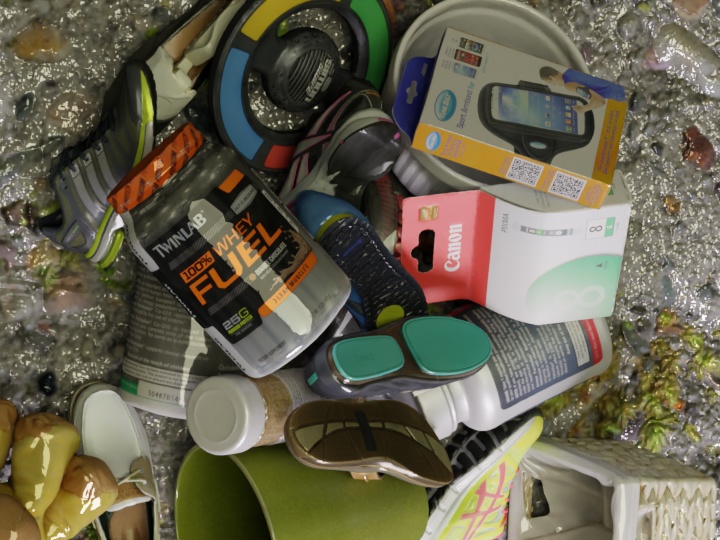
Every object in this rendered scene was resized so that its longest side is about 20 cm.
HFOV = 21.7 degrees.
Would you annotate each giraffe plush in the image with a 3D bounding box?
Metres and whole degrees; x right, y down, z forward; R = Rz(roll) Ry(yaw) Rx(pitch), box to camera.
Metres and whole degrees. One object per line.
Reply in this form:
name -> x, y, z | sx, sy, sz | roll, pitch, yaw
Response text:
giraffe plush -> -0.318, 0.228, 1.614 | 0.171, 0.162, 0.201 | 20, 104, 2

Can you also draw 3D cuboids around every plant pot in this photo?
plant pot -> -0.042, 0.231, 1.744 | 0.199, 0.187, 0.189 | -11, 101, -33

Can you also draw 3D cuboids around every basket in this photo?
basket -> 0.244, 0.241, 1.832 | 0.122, 0.200, 0.137 | -1, 98, -26

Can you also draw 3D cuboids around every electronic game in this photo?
electronic game -> -0.053, -0.181, 1.706 | 0.199, 0.042, 0.201 | -22, 129, -30

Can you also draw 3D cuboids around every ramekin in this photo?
ramekin -> 0.110, -0.144, 1.742 | 0.198, 0.105, 0.202 | 6, 68, -15

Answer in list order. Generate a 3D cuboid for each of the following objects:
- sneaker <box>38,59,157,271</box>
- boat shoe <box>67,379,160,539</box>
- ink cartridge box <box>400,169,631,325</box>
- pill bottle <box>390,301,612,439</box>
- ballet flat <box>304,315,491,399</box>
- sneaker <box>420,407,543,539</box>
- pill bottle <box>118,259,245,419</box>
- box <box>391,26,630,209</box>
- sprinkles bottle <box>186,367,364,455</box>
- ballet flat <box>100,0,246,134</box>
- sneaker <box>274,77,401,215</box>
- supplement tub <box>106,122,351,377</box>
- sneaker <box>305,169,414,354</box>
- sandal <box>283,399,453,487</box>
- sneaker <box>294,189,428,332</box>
sneaker -> -0.228, -0.094, 1.649 | 0.080, 0.074, 0.201 | 14, 115, -14
boat shoe -> -0.216, 0.199, 1.720 | 0.074, 0.068, 0.202 | -17, 102, -16
ink cartridge box -> 0.137, -0.012, 1.698 | 0.198, 0.050, 0.162 | -9, 142, -7
pill bottle -> 0.130, 0.084, 1.805 | 0.199, 0.119, 0.120 | -25, 105, -16
ballet flat -> 0.029, 0.082, 1.692 | 0.199, 0.073, 0.074 | -6, 100, -42
sneaker -> 0.118, 0.218, 1.847 | 0.090, 0.078, 0.200 | 39, 95, -20
pill bottle -> -0.149, 0.027, 1.697 | 0.112, 0.113, 0.202 | 7, 96, -21
box -> 0.131, -0.138, 1.644 | 0.199, 0.042, 0.120 | 19, 53, -4
sprinkles bottle -> -0.073, 0.122, 1.681 | 0.199, 0.068, 0.069 | -2, 100, -59
ballet flat -> -0.158, -0.191, 1.688 | 0.068, 0.068, 0.200 | 42, 82, -20
sneaker -> -0.029, -0.096, 1.712 | 0.080, 0.087, 0.200 | 18, 135, -33
supplement tub -> -0.112, -0.019, 1.581 | 0.123, 0.122, 0.200 | -44, 101, -9
sneaker -> -0.009, -0.004, 1.767 | 0.097, 0.071, 0.202 | 11, 95, -23
sandal -> 0.002, 0.159, 1.685 | 0.199, 0.054, 0.081 | 10, 53, -42
sneaker -> 0.000, 0.000, 1.703 | 0.066, 0.078, 0.200 | -39, 132, -5
